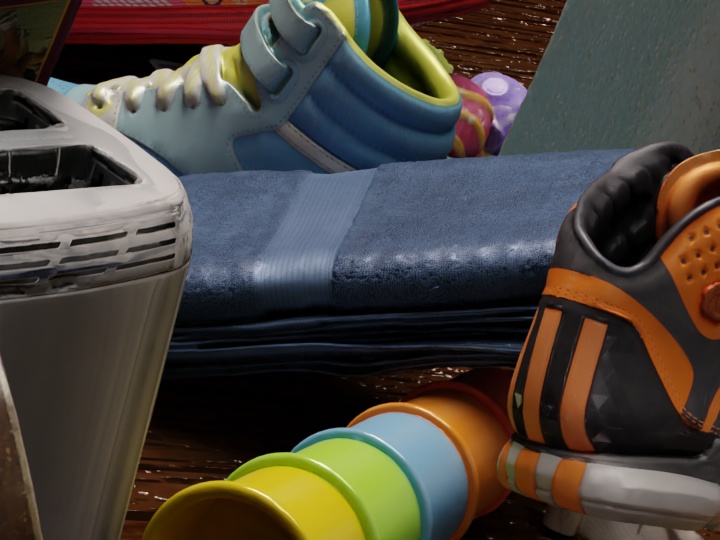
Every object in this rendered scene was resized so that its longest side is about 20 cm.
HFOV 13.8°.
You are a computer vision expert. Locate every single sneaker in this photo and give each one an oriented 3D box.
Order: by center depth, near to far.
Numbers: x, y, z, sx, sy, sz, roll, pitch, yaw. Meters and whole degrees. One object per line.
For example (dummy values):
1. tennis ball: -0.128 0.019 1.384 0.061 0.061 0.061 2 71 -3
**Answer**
1. sneaker: 0.129 0.022 0.903 0.078 0.112 0.200 14 4 43
2. sneaker: -0.053 -0.068 1.081 0.200 0.131 0.080 21 24 5

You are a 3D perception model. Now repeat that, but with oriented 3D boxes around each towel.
1. towel: 0.000 0.000 0.990 0.200 0.049 0.112 -4 22 14

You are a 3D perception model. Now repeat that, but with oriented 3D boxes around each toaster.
1. toaster: -0.128 0.023 0.812 0.200 0.129 0.114 -5 33 -46

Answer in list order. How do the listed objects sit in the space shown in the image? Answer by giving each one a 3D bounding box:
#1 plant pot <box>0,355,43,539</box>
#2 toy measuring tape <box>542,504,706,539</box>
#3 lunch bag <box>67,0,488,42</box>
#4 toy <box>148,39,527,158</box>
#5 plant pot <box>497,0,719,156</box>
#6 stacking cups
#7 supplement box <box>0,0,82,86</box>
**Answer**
1. plant pot: -0.185 0.076 0.612 0.200 0.187 0.187 -9 32 -22
2. toy measuring tape: 0.102 0.104 0.900 0.073 0.074 0.200 2 18 -37
3. lunch bag: -0.060 -0.136 1.209 0.200 0.082 0.176 3 11 30
4. toy: 0.023 -0.068 1.254 0.200 0.047 0.115 1 29 -36
5. plant pot: 0.185 -0.027 1.114 0.196 0.196 0.200 11 31 -20
6. stacking cups: 0.002 0.073 0.912 0.060 0.061 0.200 26 18 17
7. supplement box: -0.155 -0.075 0.867 0.110 0.200 0.086 -9 59 -31
